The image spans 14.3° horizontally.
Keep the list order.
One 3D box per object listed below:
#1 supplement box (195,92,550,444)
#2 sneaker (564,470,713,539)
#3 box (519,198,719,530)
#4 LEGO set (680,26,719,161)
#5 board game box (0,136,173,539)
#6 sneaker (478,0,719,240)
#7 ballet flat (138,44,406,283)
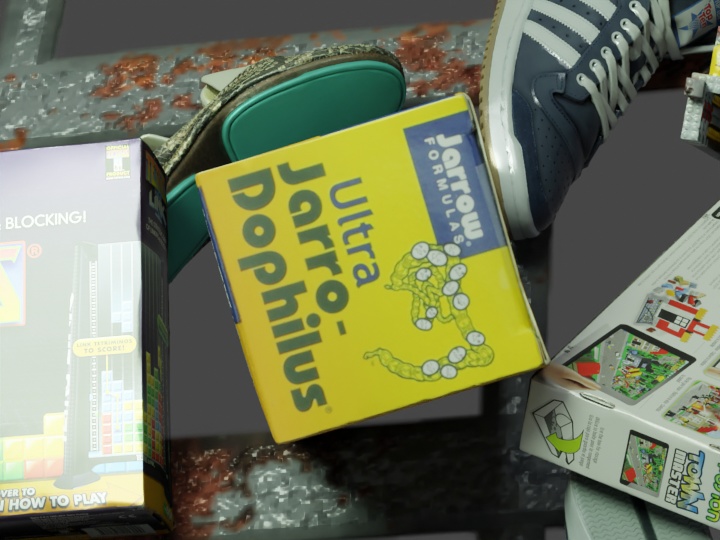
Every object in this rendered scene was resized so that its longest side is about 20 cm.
[{"bbox_3d":[0.000,0.000,1.156,0.109,0.200,0.109,-17,90,-3],"label":"supplement box"},{"bbox_3d":[0.122,0.157,1.088,0.073,0.071,0.200,-7,49,-1],"label":"sneaker"},{"bbox_3d":[0.156,0.034,1.153,0.110,0.035,0.200,22,32,22],"label":"box"},{"bbox_3d":[0.224,-0.099,1.230,0.200,0.116,0.154,19,92,18],"label":"LEGO set"},{"bbox_3d":[-0.183,0.036,1.238,0.200,0.057,0.166,-6,73,9],"label":"board game box"},{"bbox_3d":[0.118,-0.096,1.315,0.108,0.070,0.200,-2,46,14],"label":"sneaker"},{"bbox_3d":[-0.073,-0.050,1.326,0.200,0.068,0.075,-39,42,-16],"label":"ballet flat"}]
